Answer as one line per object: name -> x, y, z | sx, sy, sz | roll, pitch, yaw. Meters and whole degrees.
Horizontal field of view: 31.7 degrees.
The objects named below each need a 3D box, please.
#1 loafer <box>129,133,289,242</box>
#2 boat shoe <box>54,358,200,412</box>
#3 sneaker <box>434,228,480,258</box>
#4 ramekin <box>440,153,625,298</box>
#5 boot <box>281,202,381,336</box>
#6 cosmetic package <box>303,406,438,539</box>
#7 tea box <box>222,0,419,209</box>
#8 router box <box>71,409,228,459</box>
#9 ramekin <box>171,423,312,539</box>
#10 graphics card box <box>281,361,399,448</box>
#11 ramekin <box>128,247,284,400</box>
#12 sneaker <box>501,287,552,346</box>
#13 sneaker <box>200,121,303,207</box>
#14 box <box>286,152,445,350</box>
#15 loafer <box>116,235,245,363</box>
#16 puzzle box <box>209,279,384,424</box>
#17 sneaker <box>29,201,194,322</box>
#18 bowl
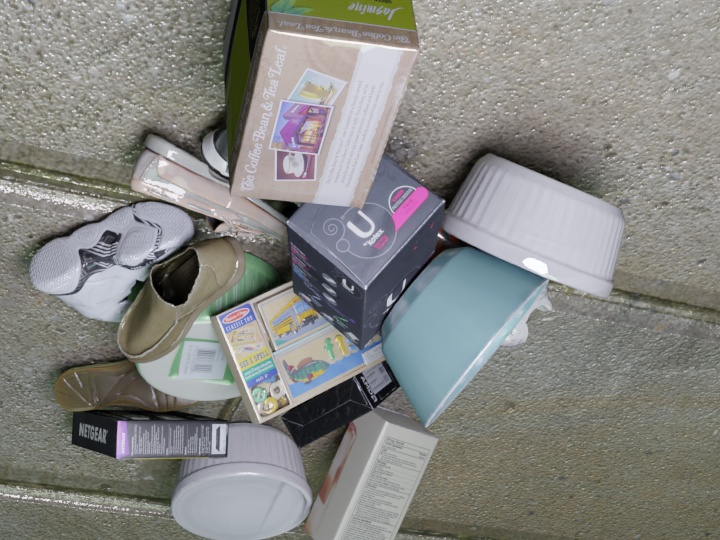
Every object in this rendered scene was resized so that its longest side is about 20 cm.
loafer -> -0.161, -0.074, 1.363 | 0.199, 0.072, 0.063 | 32, 88, -34
boat shoe -> -0.295, 0.146, 1.652 | 0.198, 0.074, 0.063 | -6, -173, -6
sneaker -> 0.089, -0.015, 1.438 | 0.198, 0.080, 0.072 | 22, 93, -7
ramekin -> 0.190, -0.053, 1.359 | 0.200, 0.202, 0.095 | 19, 97, -28
boot -> 0.000, 0.000, 1.434 | 0.198, 0.133, 0.070 | 16, 138, -18
cosmetic package -> 0.014, 0.297, 1.768 | 0.103, 0.087, 0.202 | 23, 95, -33
tea box -> -0.044, -0.196, 1.133 | 0.132, 0.199, 0.201 | 5, 142, -14
router box -> -0.275, 0.210, 1.641 | 0.147, 0.052, 0.199 | 4, 176, -28
ramekin -> -0.170, 0.300, 1.817 | 0.199, 0.095, 0.204 | -3, 141, -3
graphics card box -> -0.002, 0.147, 1.598 | 0.125, 0.200, 0.051 | -30, 92, 29
ramekin -> -0.184, 0.072, 1.533 | 0.197, 0.099, 0.201 | -4, 142, -3
sneaker -> 0.144, 0.061, 1.503 | 0.199, 0.100, 0.075 | -33, -176, -15
sneaker -> -0.062, -0.118, 1.334 | 0.198, 0.067, 0.090 | 19, 141, -25
box -> 0.004, -0.021, 1.282 | 0.122, 0.106, 0.200 | -48, 167, -15
loafer -> -0.211, 0.027, 1.396 | 0.200, 0.077, 0.067 | -44, 148, 24
puzzle box -> -0.063, 0.075, 1.470 | 0.198, 0.135, 0.025 | -25, -175, -27
sneaker -> -0.266, -0.007, 1.450 | 0.198, 0.076, 0.115 | -19, 148, 11
bowl -> 0.095, 0.055, 1.329 | 0.105, 0.201, 0.202 | 39, 137, 9
